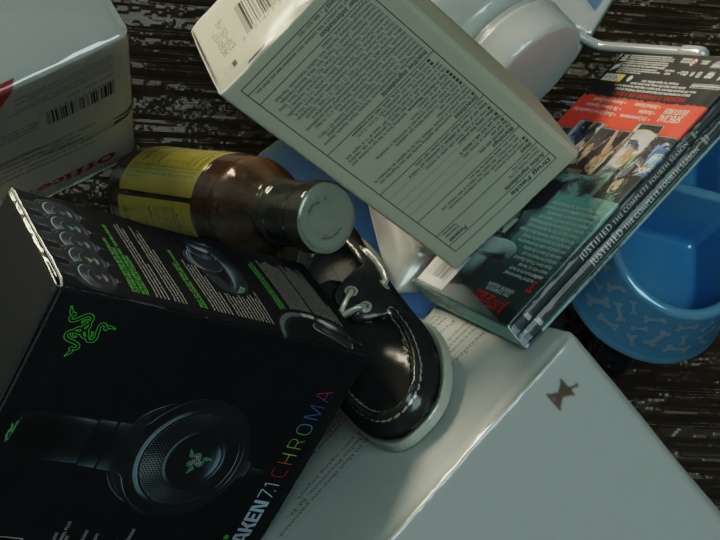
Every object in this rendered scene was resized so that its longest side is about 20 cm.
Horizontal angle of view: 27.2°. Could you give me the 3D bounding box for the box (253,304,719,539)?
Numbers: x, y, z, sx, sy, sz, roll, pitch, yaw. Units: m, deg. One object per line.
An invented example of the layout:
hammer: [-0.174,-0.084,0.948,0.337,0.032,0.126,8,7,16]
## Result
box: [0.074,0.160,0.852,0.200,0.171,0.199,-46,110,-14]

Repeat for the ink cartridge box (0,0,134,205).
ink cartridge box: [-0.215,-0.103,0.872,0.147,0.200,0.083,-28,81,-14]

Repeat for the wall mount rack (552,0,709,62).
wall mount rack: [0.178,-0.213,1.010,0.173,0.075,0.200,29,76,12]

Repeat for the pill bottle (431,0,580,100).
pill bottle: [0.044,-0.189,0.950,0.113,0.113,0.200,-36,69,-14]

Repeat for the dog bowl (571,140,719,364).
dog bowl: [0.191,-0.042,0.937,0.111,0.050,0.200,14,61,-12]

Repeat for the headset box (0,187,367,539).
headset box: [-0.129,0.068,0.776,0.200,0.093,0.174,16,113,-38]

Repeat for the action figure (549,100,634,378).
action figure: [0.161,-0.031,0.988,0.130,0.069,0.200,19,65,2]

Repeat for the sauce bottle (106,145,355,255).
sauce bottle: [-0.079,-0.038,0.884,0.065,0.200,0.065,-8,103,-37]

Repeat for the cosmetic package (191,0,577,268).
cosmetic package: [0.016,-0.097,0.820,0.104,0.073,0.200,-43,131,14]

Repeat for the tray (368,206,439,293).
tray: [0.051,-0.080,0.965,0.107,0.022,0.200,-5,61,-16]

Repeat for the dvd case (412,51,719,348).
dvd case: [0.126,-0.048,0.855,0.200,0.146,0.022,-46,110,-7]

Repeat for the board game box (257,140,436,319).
board game box: [0.000,0.000,0.970,0.158,0.039,0.201,-10,73,-10]

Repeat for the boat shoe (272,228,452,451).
boat shoe: [-0.006,0.025,0.848,0.074,0.200,0.060,-40,124,12]
